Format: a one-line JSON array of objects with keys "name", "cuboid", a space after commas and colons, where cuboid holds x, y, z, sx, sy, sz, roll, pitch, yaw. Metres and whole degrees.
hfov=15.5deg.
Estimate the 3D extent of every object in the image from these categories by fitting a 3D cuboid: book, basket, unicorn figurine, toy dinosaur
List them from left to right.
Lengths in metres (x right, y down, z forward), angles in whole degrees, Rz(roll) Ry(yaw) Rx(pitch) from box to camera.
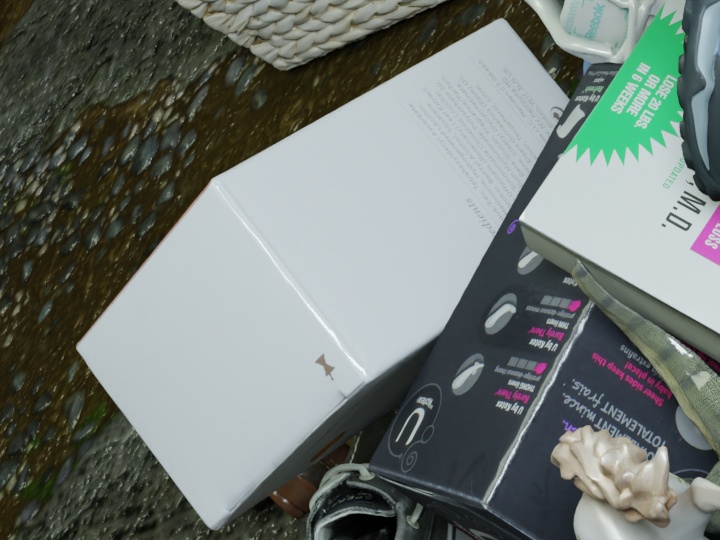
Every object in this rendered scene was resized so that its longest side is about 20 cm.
[{"name": "basket", "cuboid": [-0.020, -0.219, 1.571, 0.200, 0.123, 0.136, -17, 45, 50]}, {"name": "unicorn figurine", "cuboid": [0.122, 0.133, 0.939, 0.074, 0.201, 0.137, -27, 20, -28]}, {"name": "toy dinosaur", "cuboid": [0.142, 0.085, 0.971, 0.047, 0.200, 0.088, -34, -22, -41]}, {"name": "book", "cuboid": [0.178, -0.018, 0.969, 0.200, 0.048, 0.134, 30, 79, 20]}]

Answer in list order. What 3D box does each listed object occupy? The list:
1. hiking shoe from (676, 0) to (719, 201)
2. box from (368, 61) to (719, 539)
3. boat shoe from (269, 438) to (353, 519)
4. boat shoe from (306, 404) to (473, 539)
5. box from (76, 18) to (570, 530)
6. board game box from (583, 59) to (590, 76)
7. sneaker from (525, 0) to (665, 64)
[{"name": "hiking shoe", "cuboid": [0.171, -0.114, 0.921, 0.086, 0.074, 0.201, 20, 96, 21]}, {"name": "box", "cuboid": [0.115, 0.030, 1.065, 0.200, 0.122, 0.106, -60, 24, -10]}, {"name": "boat shoe", "cuboid": [-0.067, 0.082, 1.365, 0.200, 0.072, 0.068, 11, 67, 59]}, {"name": "boat shoe", "cuboid": [0.012, 0.116, 1.203, 0.071, 0.064, 0.200, -42, 30, 25]}, {"name": "box", "cuboid": [0.000, 0.000, 1.175, 0.200, 0.106, 0.152, -31, -10, -42]}, {"name": "board game box", "cuboid": [0.185, -0.116, 1.205, 0.200, 0.039, 0.159, -15, 60, 49]}, {"name": "sneaker", "cuboid": [0.128, -0.100, 1.130, 0.200, 0.080, 0.071, 34, 118, 28]}]
